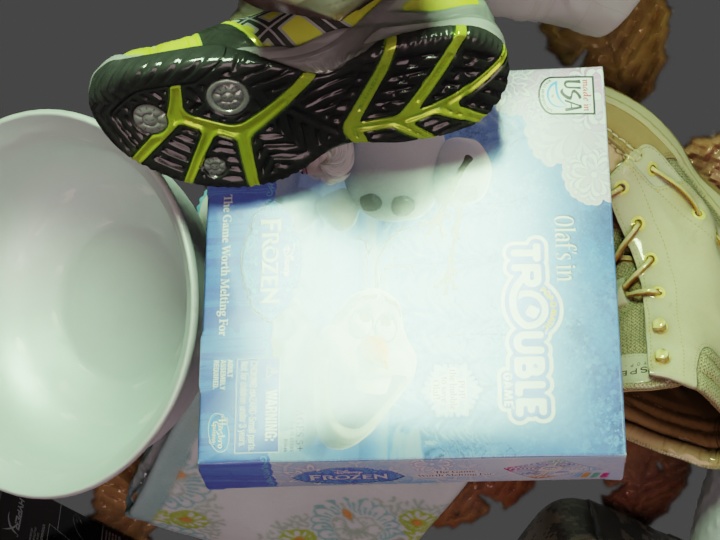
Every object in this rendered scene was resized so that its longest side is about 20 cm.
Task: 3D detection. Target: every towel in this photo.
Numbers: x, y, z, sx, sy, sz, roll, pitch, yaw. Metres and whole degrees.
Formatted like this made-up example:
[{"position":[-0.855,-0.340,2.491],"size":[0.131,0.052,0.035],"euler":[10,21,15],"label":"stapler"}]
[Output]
[{"position":[-0.028,0.107,1.006],"size":[0.170,0.048,0.200],"euler":[20,137,-13],"label":"towel"}]

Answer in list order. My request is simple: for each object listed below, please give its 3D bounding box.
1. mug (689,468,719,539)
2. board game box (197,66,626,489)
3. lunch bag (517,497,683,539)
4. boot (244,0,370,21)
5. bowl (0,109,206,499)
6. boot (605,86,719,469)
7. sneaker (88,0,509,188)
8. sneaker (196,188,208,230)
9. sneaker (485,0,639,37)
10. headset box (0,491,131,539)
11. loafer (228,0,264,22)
[{"position":[0.271,0.140,1.010],"size":[0.147,0.200,0.177],"euler":[27,108,19],"label":"mug"},{"position":[0.024,0.002,0.847],"size":[0.197,0.202,0.043],"euler":[-2,157,3],"label":"board game box"},{"position":[0.169,0.254,1.060],"size":[0.199,0.168,0.140],"euler":[27,111,-16],"label":"lunch bag"},{"position":[-0.059,-0.150,0.831],"size":[0.185,0.200,0.065],"euler":[-17,114,4],"label":"boot"},{"position":[-0.147,0.017,0.945],"size":[0.199,0.090,0.203],"euler":[0,90,29],"label":"bowl"},{"position":[0.139,0.000,0.941],"size":[0.200,0.156,0.073],"euler":[39,135,-23],"label":"boot"},{"position":[-0.030,-0.095,0.842],"size":[0.198,0.077,0.076],"euler":[-7,131,0],"label":"sneaker"},{"position":[0.000,0.000,0.909],"size":[0.198,0.081,0.077],"euler":[14,152,19],"label":"sneaker"},{"position":[0.122,-0.219,0.894],"size":[0.115,0.074,0.202],"euler":[11,113,-23],"label":"sneaker"},{"position":[-0.170,0.242,1.080],"size":[0.199,0.077,0.149],"euler":[31,109,-16],"label":"headset box"},{"position":[0.002,-0.072,0.949],"size":[0.200,0.076,0.068],"euler":[39,109,-10],"label":"loafer"}]
